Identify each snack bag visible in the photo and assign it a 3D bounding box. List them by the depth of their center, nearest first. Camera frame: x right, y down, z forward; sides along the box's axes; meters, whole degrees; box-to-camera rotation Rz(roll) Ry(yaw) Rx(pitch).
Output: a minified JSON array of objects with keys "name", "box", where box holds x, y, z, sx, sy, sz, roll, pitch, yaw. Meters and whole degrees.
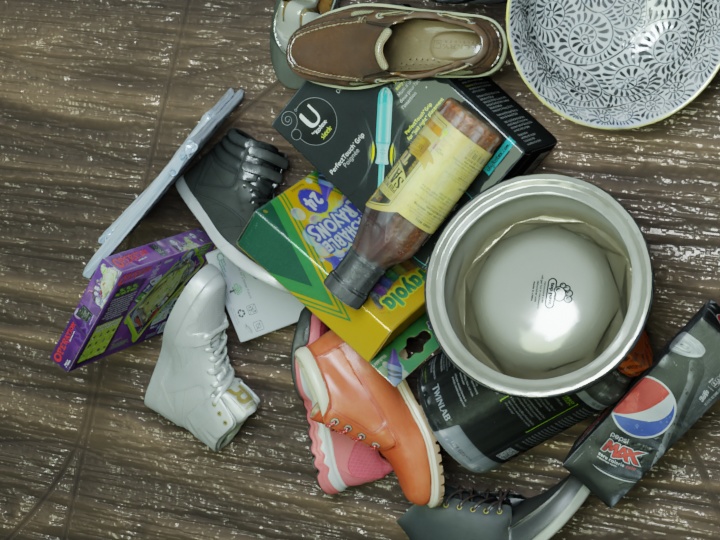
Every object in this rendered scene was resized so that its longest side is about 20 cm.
[{"name":"snack bag","box":[-0.195,-0.086,1.698,0.021,0.200,0.189,40,112,-6]}]

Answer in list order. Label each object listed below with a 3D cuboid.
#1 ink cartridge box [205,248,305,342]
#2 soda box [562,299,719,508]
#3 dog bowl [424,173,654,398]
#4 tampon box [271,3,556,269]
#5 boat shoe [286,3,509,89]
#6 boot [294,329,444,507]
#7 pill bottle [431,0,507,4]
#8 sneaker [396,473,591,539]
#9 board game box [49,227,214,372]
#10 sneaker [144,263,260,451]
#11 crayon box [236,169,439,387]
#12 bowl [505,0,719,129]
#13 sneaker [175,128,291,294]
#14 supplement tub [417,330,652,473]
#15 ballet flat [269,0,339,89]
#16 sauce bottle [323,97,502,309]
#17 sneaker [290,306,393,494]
[{"name":"ink cartridge box","box":[-0.049,-0.007,1.739,0.199,0.039,0.100,-20,92,25]},{"name":"soda box","box":[0.276,0.123,1.617,0.063,0.071,0.200,41,112,4]},{"name":"dog bowl","box":[0.160,0.021,1.532,0.199,0.074,0.201,-4,73,14]},{"name":"tampon box","box":[0.051,-0.128,1.629,0.200,0.126,0.150,44,109,9]},{"name":"boat shoe","box":[0.024,-0.198,1.521,0.202,0.075,0.075,-3,95,18]},{"name":"boot","box":[0.009,0.145,1.673,0.107,0.075,0.201,-24,92,-14]},{"name":"pill bottle","box":[0.096,-0.290,1.537,0.111,0.200,0.112,4,99,28]},{"name":"sneaker","box":[0.125,0.232,1.695,0.200,0.075,0.106,-40,84,24]},{"name":"board game box","box":[-0.220,0.026,1.724,0.032,0.200,0.120,39,110,11]},{"name":"sneaker","box":[-0.141,0.093,1.758,0.115,0.074,0.200,34,132,16]},{"name":"crayon box","box":[0.000,0.000,1.629,0.200,0.126,0.052,42,131,8]},{"name":"bowl","box":[0.222,-0.232,1.547,0.200,0.094,0.202,-1,108,-3]},{"name":"sneaker","box":[-0.100,-0.065,1.698,0.099,0.071,0.200,-52,51,13]},{"name":"supplement tub","box":[0.163,0.094,1.630,0.200,0.122,0.123,-31,88,23]},{"name":"ballet flat","box":[-0.050,-0.268,1.677,0.067,0.064,0.201,25,108,15]},{"name":"sauce bottle","box":[0.042,-0.055,1.527,0.066,0.066,0.200,39,98,11]},{"name":"sneaker","box":[-0.014,0.122,1.735,0.086,0.074,0.201,-9,111,9]}]
